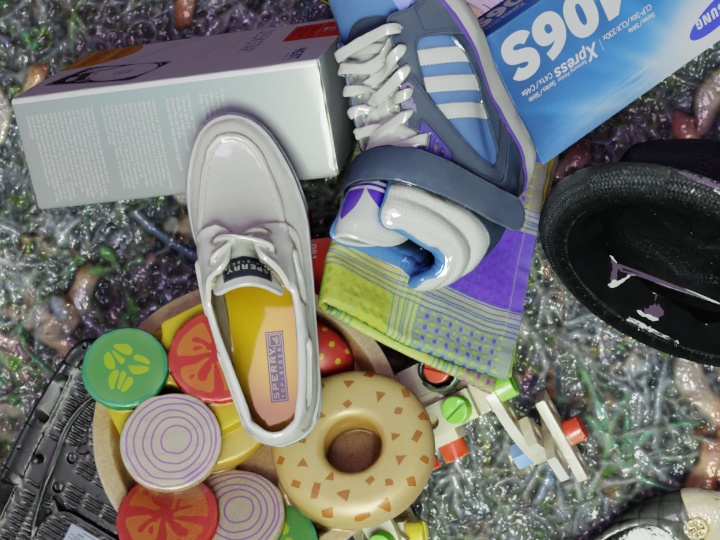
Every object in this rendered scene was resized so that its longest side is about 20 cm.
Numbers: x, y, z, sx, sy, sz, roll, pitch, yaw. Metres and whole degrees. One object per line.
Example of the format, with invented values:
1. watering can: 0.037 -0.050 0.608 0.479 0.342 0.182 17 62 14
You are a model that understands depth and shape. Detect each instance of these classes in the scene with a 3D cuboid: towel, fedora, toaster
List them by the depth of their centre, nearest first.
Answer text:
1. fedora: 0.220 -0.023 0.772 0.200 0.201 0.092 24 58 11
2. towel: 0.056 -0.036 0.781 0.144 0.023 0.200 26 62 -16
3. toaster: -0.153 0.155 0.829 0.200 0.119 0.181 27 91 10

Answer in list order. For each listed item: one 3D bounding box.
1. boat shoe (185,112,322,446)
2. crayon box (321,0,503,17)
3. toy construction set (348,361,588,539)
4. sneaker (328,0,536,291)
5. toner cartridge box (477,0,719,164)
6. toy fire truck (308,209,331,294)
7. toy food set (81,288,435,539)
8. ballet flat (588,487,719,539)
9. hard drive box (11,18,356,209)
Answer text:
1. boat shoe: -0.062 0.002 0.689 0.071 0.070 0.200 -8 83 0
2. crayon box: 0.080 -0.230 0.837 0.200 0.058 0.173 31 93 10
3. toy construction set: 0.050 0.126 0.801 0.200 0.092 0.131 -25 80 3
4. sneaker: 0.018 -0.084 0.704 0.081 0.146 0.200 -15 118 47
5. toner cartridge box: 0.167 -0.164 0.779 0.200 0.043 0.095 -36 116 -10
6. toy fire truck: 0.000 0.000 0.845 0.141 0.049 0.200 -3 87 8
7. toy food set: -0.070 0.094 0.741 0.198 0.049 0.200 -27 68 -15
8. ballet flat: 0.162 0.209 0.800 0.200 0.057 0.066 -33 82 7
9. hard drive box: -0.105 -0.109 0.809 0.200 0.156 0.077 -6 110 9
